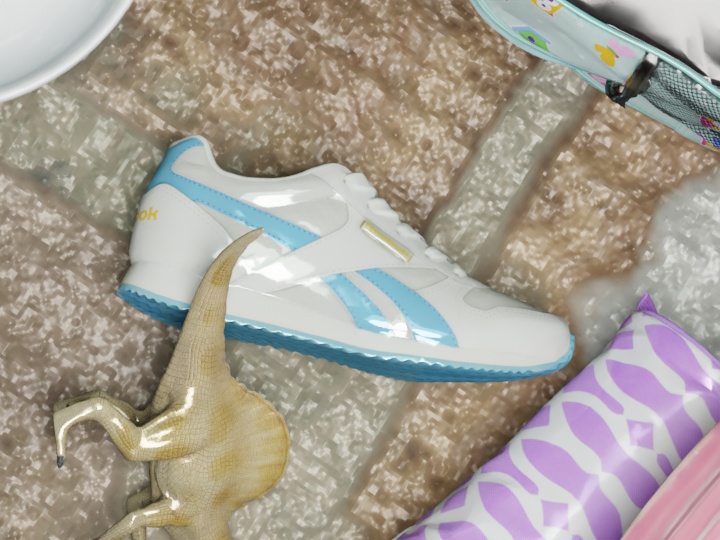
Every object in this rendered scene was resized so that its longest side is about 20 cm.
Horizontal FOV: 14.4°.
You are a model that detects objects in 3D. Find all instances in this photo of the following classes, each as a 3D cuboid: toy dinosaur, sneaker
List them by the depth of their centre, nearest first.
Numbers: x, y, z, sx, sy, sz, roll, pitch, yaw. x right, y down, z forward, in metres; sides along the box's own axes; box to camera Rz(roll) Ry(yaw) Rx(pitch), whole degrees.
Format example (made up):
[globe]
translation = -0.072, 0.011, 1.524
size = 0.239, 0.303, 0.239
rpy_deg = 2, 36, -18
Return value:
[toy dinosaur]
translation = -0.079, 0.067, 1.204
size = 0.100, 0.058, 0.201
rpy_deg = -4, 114, -6
[sneaker]
translation = 0.000, 0.000, 1.226
size = 0.199, 0.077, 0.081
rpy_deg = 15, 80, -8

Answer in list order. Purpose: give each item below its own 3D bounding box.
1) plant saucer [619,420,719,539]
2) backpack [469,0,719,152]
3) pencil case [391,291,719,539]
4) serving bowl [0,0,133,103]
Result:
[plant saucer]
translation = 0.151, 0.117, 1.179
size = 0.051, 0.201, 0.201
rpy_deg = 39, 80, 18
[backpack]
translation = 0.142, -0.151, 1.221
size = 0.199, 0.153, 0.177
rpy_deg = 28, 81, -10
[pencil case]
translation = 0.080, 0.103, 1.226
size = 0.200, 0.084, 0.085
rpy_deg = -39, 46, -10
[serving bowl]
translation = -0.184, -0.163, 1.222
size = 0.199, 0.066, 0.202
rpy_deg = 1, 84, -8
